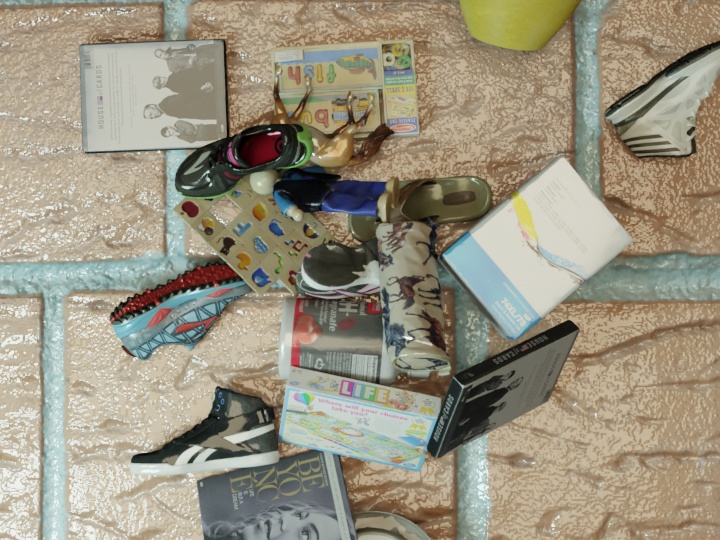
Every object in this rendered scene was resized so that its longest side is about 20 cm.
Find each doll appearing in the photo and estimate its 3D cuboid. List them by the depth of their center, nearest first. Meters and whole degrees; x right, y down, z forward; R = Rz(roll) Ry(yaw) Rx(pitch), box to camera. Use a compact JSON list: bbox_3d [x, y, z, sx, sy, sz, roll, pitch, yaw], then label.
[{"bbox_3d":[-0.051,-0.107,1.498,0.200,0.137,0.049,8,126,14],"label":"doll"}]

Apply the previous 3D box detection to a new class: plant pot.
[{"bbox_3d":[0.207,-0.373,1.484,0.200,0.200,0.142,10,116,0],"label":"plant pot"}]

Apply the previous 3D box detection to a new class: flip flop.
[{"bbox_3d":[0.078,-0.086,1.520,0.200,0.058,0.081,-8,88,12],"label":"flip flop"}]

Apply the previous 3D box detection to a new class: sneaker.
[{"bbox_3d":[-0.161,-0.151,1.464,0.200,0.084,0.077,-20,77,19],"label":"sneaker"},{"bbox_3d":[0.000,0.000,1.509,0.200,0.086,0.081,2,68,-27],"label":"sneaker"},{"bbox_3d":[-0.213,0.214,1.521,0.200,0.073,0.112,-5,82,-5],"label":"sneaker"},{"bbox_3d":[-0.233,0.057,1.528,0.200,0.079,0.096,-21,119,-9],"label":"sneaker"},{"bbox_3d":[0.444,-0.223,1.532,0.200,0.076,0.115,-33,98,7],"label":"sneaker"}]

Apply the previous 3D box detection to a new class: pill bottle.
[{"bbox_3d":[-0.005,0.096,1.497,0.200,0.111,0.111,4,89,0],"label":"pill bottle"}]

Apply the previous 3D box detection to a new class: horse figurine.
[{"bbox_3d":[-0.058,-0.188,1.509,0.200,0.050,0.133,17,88,1],"label":"horse figurine"}]

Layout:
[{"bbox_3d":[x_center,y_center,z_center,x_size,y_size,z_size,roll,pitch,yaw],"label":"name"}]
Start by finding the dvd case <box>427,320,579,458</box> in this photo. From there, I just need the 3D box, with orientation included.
[{"bbox_3d":[0.182,0.152,1.438,0.200,0.150,0.025,-22,54,-32],"label":"dvd case"}]

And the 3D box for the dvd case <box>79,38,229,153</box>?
[{"bbox_3d":[-0.283,-0.239,1.548,0.200,0.025,0.151,-2,89,1],"label":"dvd case"}]

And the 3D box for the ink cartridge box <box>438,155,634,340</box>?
[{"bbox_3d":[0.224,-0.028,1.481,0.200,0.147,0.146,-40,88,0],"label":"ink cartridge box"}]

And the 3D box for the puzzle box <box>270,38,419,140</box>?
[{"bbox_3d":[-0.022,-0.244,1.547,0.200,0.025,0.133,-4,89,0],"label":"puzzle box"}]

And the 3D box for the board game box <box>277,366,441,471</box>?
[{"bbox_3d":[-0.004,0.198,1.488,0.200,0.135,0.034,12,49,0],"label":"board game box"}]

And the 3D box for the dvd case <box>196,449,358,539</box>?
[{"bbox_3d":[-0.113,0.322,1.499,0.200,0.016,0.149,-14,53,0],"label":"dvd case"}]

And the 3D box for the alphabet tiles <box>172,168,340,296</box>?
[{"bbox_3d":[-0.125,-0.067,1.526,0.200,0.008,0.167,44,70,1],"label":"alphabet tiles"}]

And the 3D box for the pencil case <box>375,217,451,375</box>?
[{"bbox_3d":[0.070,0.035,1.430,0.089,0.078,0.200,7,65,-26],"label":"pencil case"}]

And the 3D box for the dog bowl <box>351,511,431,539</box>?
[{"bbox_3d":[0.016,0.419,1.516,0.200,0.059,0.201,0,88,1],"label":"dog bowl"}]
